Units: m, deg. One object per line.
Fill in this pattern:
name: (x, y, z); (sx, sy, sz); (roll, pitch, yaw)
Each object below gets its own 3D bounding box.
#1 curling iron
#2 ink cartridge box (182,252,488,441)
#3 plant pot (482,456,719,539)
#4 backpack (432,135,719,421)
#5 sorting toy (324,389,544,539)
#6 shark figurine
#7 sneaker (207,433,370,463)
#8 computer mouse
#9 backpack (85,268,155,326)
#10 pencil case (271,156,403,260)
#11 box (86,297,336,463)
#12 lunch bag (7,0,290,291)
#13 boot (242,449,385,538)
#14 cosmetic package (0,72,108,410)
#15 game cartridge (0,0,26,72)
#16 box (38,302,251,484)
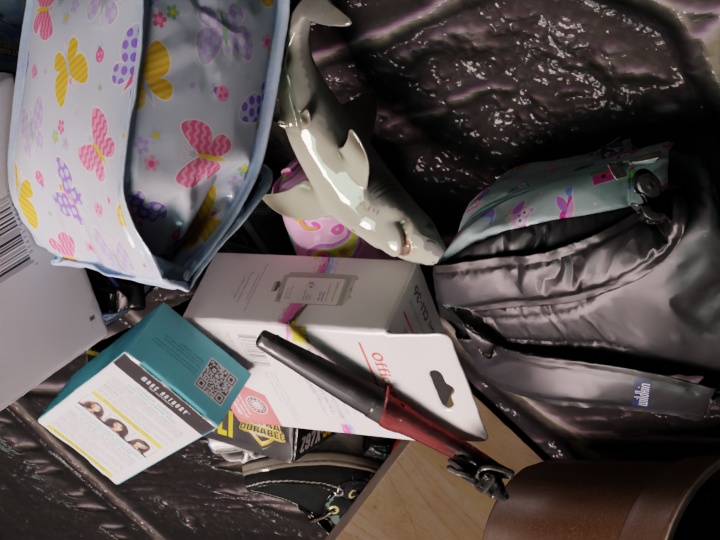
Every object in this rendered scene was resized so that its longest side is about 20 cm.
curling iron: (0.020, 0.092, 1.000); (0.199, 0.026, 0.050); (33, 178, -7)
ink cartridge box: (-0.008, 0.053, 1.051); (0.199, 0.068, 0.117); (4, 138, 26)
plant pot: (0.209, 0.226, 1.146); (0.198, 0.201, 0.201); (0, 135, 51)
backpack: (0.149, 0.001, 0.945); (0.199, 0.127, 0.168); (-8, 116, 32)
sorting toy: (0.075, 0.228, 1.256); (0.200, 0.199, 0.070); (43, 165, -15)
shark figurine: (-0.012, -0.109, 0.981); (0.128, 0.090, 0.216); (6, 128, 37)
sneaker: (-0.085, 0.137, 1.354); (0.199, 0.087, 0.075); (13, 140, 25)
computer mouse: (-0.083, -0.057, 1.130); (0.138, 0.053, 0.201); (19, 143, 55)
backpack: (-0.235, -0.040, 1.184); (0.183, 0.147, 0.200); (53, 138, -7)
pencil case: (0.000, 0.000, 1.112); (0.087, 0.088, 0.201); (11, 142, 29)
box: (-0.095, 0.082, 1.227); (0.199, 0.159, 0.050); (14, 113, 27)
lunch bag: (-0.137, -0.095, 0.964); (0.127, 0.202, 0.169); (9, 180, -37)
boot: (-0.010, 0.237, 1.294); (0.203, 0.155, 0.073); (14, 159, -34)
cosmetic package: (-0.310, -0.020, 1.059); (0.199, 0.123, 0.201); (4, 120, 42)
game cartridge: (-0.276, -0.206, 1.120); (0.199, 0.042, 0.134); (12, 137, 28)
box: (-0.160, 0.093, 1.103); (0.082, 0.049, 0.200); (41, 147, -11)
